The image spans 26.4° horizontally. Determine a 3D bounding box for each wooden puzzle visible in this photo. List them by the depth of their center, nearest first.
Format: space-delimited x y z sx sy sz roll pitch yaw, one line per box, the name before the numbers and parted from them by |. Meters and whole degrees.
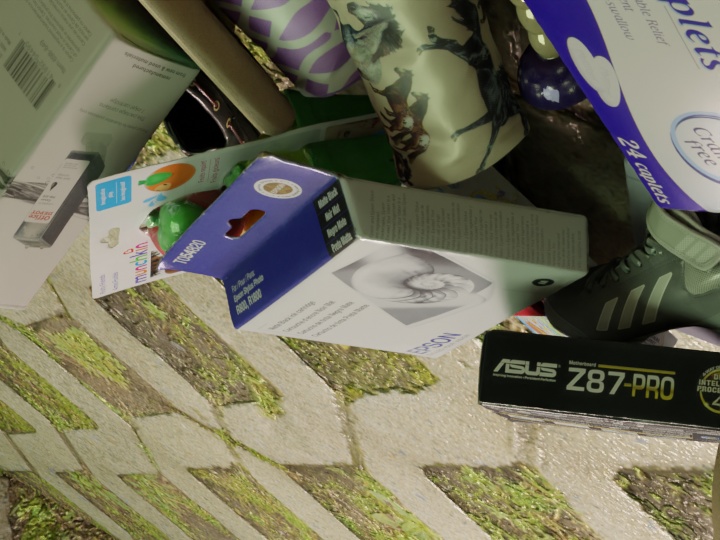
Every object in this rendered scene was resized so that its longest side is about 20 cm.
wooden puzzle | -0.122 -0.175 0.906 0.185 0.037 0.200 47 -171 -30

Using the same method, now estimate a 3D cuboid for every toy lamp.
toy lamp | 0.072 -0.167 0.768 0.058 0.058 0.200 17 154 36

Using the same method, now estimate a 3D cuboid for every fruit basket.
fruit basket | -0.075 -0.035 0.983 0.094 0.199 0.185 64 162 17

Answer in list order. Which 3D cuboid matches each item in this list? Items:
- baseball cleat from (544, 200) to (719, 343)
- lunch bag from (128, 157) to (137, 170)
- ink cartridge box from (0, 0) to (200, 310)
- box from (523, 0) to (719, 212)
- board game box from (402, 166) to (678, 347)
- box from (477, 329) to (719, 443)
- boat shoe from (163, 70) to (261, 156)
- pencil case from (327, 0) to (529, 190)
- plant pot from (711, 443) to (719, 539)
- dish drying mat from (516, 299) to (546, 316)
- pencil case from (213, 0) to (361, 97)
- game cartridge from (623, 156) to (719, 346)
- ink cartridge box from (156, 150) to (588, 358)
baseball cleat | 0.171 -0.008 0.867 0.199 0.070 0.107 -3 125 49
lunch bag | -0.214 -0.154 1.060 0.082 0.162 0.199 11 176 -44
ink cartridge box | -0.211 -0.097 0.933 0.085 0.200 0.146 17 -151 -54
box | 0.184 -0.117 0.643 0.199 0.105 0.184 6 146 48
board game box | 0.104 -0.009 1.027 0.200 0.034 0.134 41 171 -17
box | 0.178 0.074 0.899 0.199 0.049 0.161 5 171 14
boat shoe | -0.115 -0.110 1.135 0.073 0.063 0.202 23 157 21
pencil case | 0.021 -0.135 0.822 0.089 0.078 0.201 -2 127 38
plant pot | 0.315 0.179 1.022 0.200 0.135 0.201 29 158 13
dish drying mat | 0.069 0.004 1.062 0.077 0.018 0.200 39 170 -10
pencil case | -0.057 -0.187 0.864 0.200 0.086 0.084 45 162 -27
game cartridge | 0.223 -0.013 0.892 0.133 0.041 0.200 26 157 28
ink cartridge box | 0.000 0.000 0.903 0.199 0.041 0.200 10 159 -21
